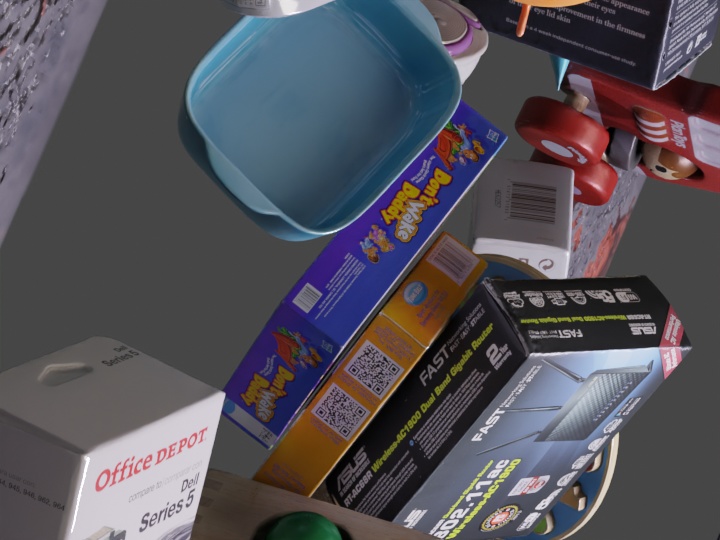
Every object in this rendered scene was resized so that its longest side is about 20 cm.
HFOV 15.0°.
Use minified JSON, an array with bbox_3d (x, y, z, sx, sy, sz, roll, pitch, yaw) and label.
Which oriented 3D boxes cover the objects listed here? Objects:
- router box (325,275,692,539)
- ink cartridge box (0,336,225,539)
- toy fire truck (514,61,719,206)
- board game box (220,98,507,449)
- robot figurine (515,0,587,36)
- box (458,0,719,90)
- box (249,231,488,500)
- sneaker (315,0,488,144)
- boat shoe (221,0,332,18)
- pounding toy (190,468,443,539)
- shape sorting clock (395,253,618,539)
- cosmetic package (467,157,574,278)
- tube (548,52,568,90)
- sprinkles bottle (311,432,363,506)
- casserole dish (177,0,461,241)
[{"bbox_3d":[0.091,0.089,1.701,0.149,0.062,0.200,-1,139,-42],"label":"router box"},{"bbox_3d":[-0.159,0.152,1.429,0.145,0.084,0.201,-23,132,-61],"label":"ink cartridge box"},{"bbox_3d":[0.212,-0.102,1.954,0.112,0.167,0.200,-63,163,-11],"label":"toy fire truck"},{"bbox_3d":[0.000,0.000,1.652,0.200,0.045,0.135,-52,178,-36],"label":"board game box"},{"bbox_3d":[0.107,-0.235,1.555,0.144,0.116,0.201,-101,-176,-54],"label":"robot figurine"},{"bbox_3d":[0.160,-0.239,1.732,0.104,0.148,0.201,-37,144,-53],"label":"box"},{"bbox_3d":[-0.005,0.076,1.690,0.200,0.041,0.119,-51,180,33],"label":"box"},{"bbox_3d":[0.004,-0.102,1.623,0.200,0.075,0.100,-41,162,-46],"label":"sneaker"},{"bbox_3d":[-0.007,-0.192,1.486,0.200,0.072,0.062,-36,137,-52],"label":"boat shoe"},{"bbox_3d":[-0.061,0.218,1.634,0.142,0.183,0.201,-60,161,-50],"label":"pounding toy"},{"bbox_3d":[0.093,0.088,1.829,0.039,0.200,0.201,-18,128,-46],"label":"shape sorting clock"},{"bbox_3d":[0.105,0.030,1.928,0.102,0.074,0.201,-80,178,-52],"label":"cosmetic package"},{"bbox_3d":[0.146,-0.228,1.847,0.078,0.050,0.201,-84,-177,-58],"label":"tube"},{"bbox_3d":[-0.020,0.210,1.843,0.068,0.068,0.201,-28,135,-59],"label":"sprinkles bottle"},{"bbox_3d":[-0.026,-0.091,1.494,0.200,0.121,0.039,-48,-175,-40],"label":"casserole dish"}]
